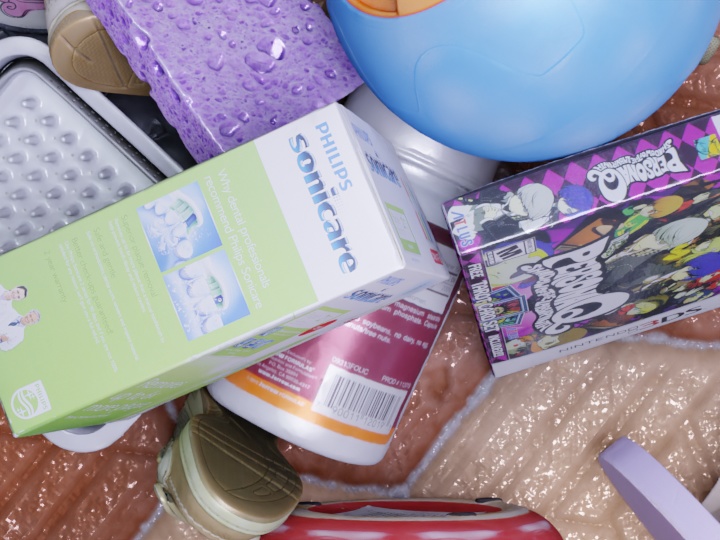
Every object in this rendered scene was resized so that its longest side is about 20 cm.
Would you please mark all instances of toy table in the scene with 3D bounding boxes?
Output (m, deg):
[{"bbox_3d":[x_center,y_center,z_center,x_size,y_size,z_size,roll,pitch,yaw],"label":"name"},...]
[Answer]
[{"bbox_3d":[0.237,0.140,0.773,0.117,0.184,0.200,-37,60,-2],"label":"toy table"}]

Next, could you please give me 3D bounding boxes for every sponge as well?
[{"bbox_3d":[-0.091,-0.156,0.734,0.112,0.030,0.200,-38,97,-36],"label":"sponge"}]

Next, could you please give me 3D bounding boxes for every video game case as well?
[{"bbox_3d":[0.144,-0.012,0.760,0.181,0.200,0.036,-18,66,3],"label":"video game case"}]

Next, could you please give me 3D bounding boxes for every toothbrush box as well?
[{"bbox_3d":[-0.070,0.004,0.691,0.200,0.146,0.086,-25,83,9],"label":"toothbrush box"}]

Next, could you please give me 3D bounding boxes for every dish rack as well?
[{"bbox_3d":[-0.171,-0.015,0.801,0.200,0.044,0.172,43,102,-3],"label":"dish rack"}]

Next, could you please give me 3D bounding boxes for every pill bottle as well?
[{"bbox_3d":[0.000,0.000,0.809,0.114,0.114,0.200,24,91,3],"label":"pill bottle"}]

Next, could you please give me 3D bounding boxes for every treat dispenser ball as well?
[{"bbox_3d":[0.080,-0.155,0.694,0.200,0.201,0.201,0,90,4],"label":"treat dispenser ball"}]

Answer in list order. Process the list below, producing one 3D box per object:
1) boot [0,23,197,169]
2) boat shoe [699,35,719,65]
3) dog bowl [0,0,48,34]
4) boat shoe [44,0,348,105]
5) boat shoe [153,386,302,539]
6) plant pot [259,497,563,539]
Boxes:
[{"bbox_3d":[-0.182,-0.059,0.850,0.165,0.066,0.200,-42,92,5],"label":"boot"},{"bbox_3d":[0.182,-0.152,0.819,0.202,0.075,0.075,-34,94,3],"label":"boat shoe"},{"bbox_3d":[-0.181,-0.242,0.811,0.200,0.074,0.201,-1,72,2],"label":"dog bowl"},{"bbox_3d":[-0.088,-0.135,0.802,0.074,0.200,0.069,-48,50,33],"label":"boat shoe"},{"bbox_3d":[-0.082,0.115,0.773,0.073,0.201,0.063,33,94,-15],"label":"boat shoe"},{"bbox_3d":[0.023,0.221,0.767,0.200,0.200,0.183,-1,86,4],"label":"plant pot"}]
